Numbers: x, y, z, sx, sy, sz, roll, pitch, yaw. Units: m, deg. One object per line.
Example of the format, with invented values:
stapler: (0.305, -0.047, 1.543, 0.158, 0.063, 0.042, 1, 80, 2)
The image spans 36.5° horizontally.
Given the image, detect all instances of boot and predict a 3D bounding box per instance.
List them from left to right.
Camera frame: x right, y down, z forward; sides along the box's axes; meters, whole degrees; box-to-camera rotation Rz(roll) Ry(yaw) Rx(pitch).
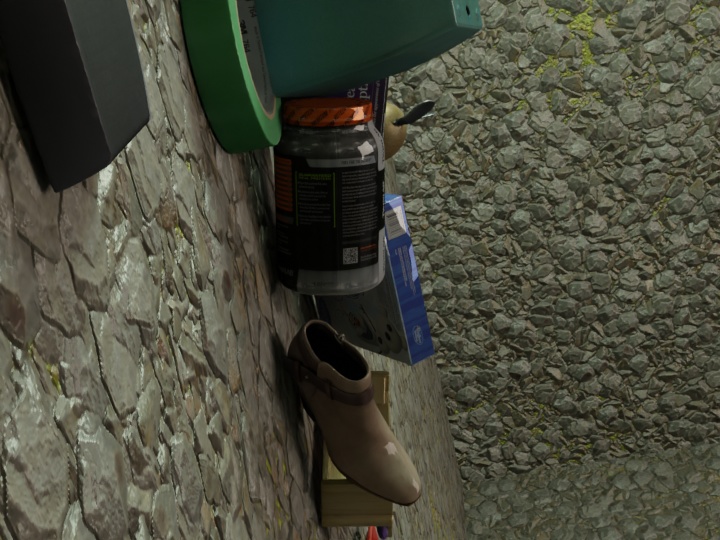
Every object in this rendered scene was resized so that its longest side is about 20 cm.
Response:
boot: (-0.005, 0.145, 1.144, 0.200, 0.070, 0.147, 39, -31, 20)

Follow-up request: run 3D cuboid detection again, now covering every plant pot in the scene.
plant pot: (0.014, -0.268, 1.119, 0.141, 0.198, 0.143, -21, 101, -64)

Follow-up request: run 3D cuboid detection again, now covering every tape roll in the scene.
tape roll: (-0.125, -0.219, 1.078, 0.200, 0.048, 0.202, -10, 90, -84)

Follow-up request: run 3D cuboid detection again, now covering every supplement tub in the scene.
supplement tub: (-0.033, -0.083, 1.191, 0.123, 0.121, 0.202, -76, 167, -74)

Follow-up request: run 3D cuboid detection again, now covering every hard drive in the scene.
hard drive: (-0.171, -0.159, 0.623, 0.135, 0.042, 0.202, -83, 161, -69)

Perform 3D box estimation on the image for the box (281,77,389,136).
box: (-0.034, -0.248, 1.265, 0.079, 0.140, 0.202, -46, 141, -84)

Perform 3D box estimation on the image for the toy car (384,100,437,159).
toy car: (0.005, -0.210, 1.496, 0.164, 0.198, 0.159, -19, 99, -83)

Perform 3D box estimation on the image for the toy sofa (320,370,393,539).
toy sofa: (-0.004, 0.215, 1.281, 0.201, 0.082, 0.098, -90, -179, -54)

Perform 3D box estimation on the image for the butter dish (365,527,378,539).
butter dish: (0.078, 0.435, 1.383, 0.200, 0.146, 0.201, -69, 147, -76)

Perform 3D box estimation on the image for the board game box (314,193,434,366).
board game box: (0.000, 0.000, 1.347, 0.198, 0.043, 0.202, 14, -59, 54)
